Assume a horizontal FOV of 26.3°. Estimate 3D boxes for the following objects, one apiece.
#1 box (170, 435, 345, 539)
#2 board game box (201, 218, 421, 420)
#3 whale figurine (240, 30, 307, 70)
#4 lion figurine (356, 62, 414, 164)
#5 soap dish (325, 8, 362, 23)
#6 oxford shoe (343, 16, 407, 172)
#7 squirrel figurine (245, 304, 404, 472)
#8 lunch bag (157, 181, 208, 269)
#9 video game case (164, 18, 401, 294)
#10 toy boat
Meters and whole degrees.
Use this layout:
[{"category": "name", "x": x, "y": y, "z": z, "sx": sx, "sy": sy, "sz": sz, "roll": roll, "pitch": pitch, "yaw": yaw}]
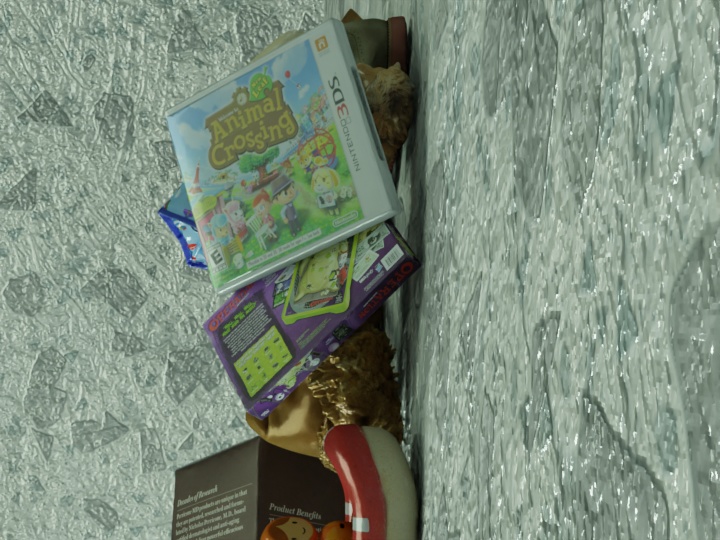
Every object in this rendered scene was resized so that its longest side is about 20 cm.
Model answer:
[{"category": "box", "x": -0.084, "y": 0.293, "z": 1.551, "sx": 0.164, "sy": 0.165, "sz": 0.202, "roll": -27, "pitch": 54, "yaw": 46}, {"category": "board game box", "x": -0.046, "y": 0.023, "z": 1.362, "sx": 0.032, "sy": 0.200, "sz": 0.120, "roll": 32, "pitch": -162, "yaw": -49}, {"category": "whale figurine", "x": -0.078, "y": -0.157, "z": 1.507, "sx": 0.104, "sy": 0.159, "sz": 0.200, "roll": 48, "pitch": 172, "yaw": -3}, {"category": "lion figurine", "x": -0.010, "y": -0.092, "z": 1.433, "sx": 0.123, "sy": 0.072, "sz": 0.202, "roll": 123, "pitch": 172, "yaw": -76}, {"category": "soap dish", "x": -0.034, "y": -0.173, "z": 1.768, "sx": 0.201, "sy": 0.081, "sz": 0.158, "roll": 97, "pitch": -162, "yaw": -50}, {"category": "oxford shoe", "x": 0.004, "y": -0.165, "z": 1.553, "sx": 0.071, "sy": 0.074, "sz": 0.202, "roll": -95, "pitch": 8, "yaw": -57}, {"category": "squirrel figurine", "x": -0.008, "y": 0.084, "z": 1.437, "sx": 0.200, "sy": 0.140, "sz": 0.189, "roll": -144, "pitch": 65, "yaw": -68}, {"category": "lunch bag", "x": -0.089, "y": -0.067, "z": 1.649, "sx": 0.151, "sy": 0.199, "sz": 0.094, "roll": -54, "pitch": -42, "yaw": -27}, {"category": "video game case", "x": -0.074, "y": -0.099, "z": 1.372, "sx": 0.022, "sy": 0.199, "sz": 0.184, "roll": 5, "pitch": -116, "yaw": -59}, {"category": "toy boat", "x": -0.020, "y": 0.231, "z": 1.299, "sx": 0.131, "sy": 0.129, "sz": 0.203, "roll": 149, "pitch": 123, "yaw": -85}]
